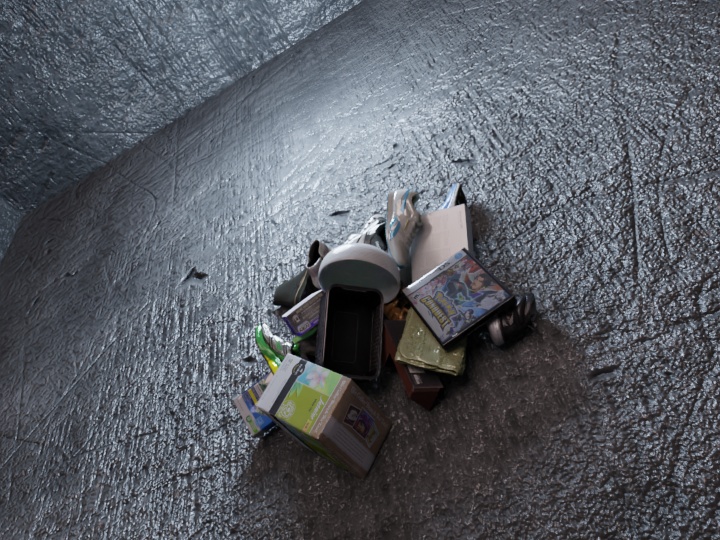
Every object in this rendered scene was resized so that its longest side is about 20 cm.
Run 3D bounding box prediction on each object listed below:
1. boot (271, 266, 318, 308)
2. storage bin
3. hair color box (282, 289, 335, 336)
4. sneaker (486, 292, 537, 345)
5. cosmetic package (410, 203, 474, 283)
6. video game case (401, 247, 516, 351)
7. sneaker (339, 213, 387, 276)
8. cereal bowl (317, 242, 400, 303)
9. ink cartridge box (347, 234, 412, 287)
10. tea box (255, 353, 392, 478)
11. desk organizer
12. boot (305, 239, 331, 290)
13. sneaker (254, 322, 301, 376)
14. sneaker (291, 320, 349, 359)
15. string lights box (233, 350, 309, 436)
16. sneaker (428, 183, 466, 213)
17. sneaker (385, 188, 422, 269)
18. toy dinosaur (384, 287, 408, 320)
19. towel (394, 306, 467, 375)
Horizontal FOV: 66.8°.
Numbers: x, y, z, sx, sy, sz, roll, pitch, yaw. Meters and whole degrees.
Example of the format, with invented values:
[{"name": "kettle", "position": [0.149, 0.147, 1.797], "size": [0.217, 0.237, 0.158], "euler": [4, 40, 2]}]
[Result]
[{"name": "boot", "position": [-0.172, 0.017, 1.570], "size": [0.137, 0.078, 0.202], "euler": [1, 52, 42]}, {"name": "storage bin", "position": [-0.026, 0.144, 1.232], "size": [0.094, 0.132, 0.204], "euler": [135, 141, -70]}, {"name": "hair color box", "position": [-0.135, 0.108, 1.376], "size": [0.109, 0.065, 0.200], "euler": [-36, 1, -11]}, {"name": "sneaker", "position": [0.318, 0.065, 1.182], "size": [0.112, 0.076, 0.202], "euler": [-17, 44, 12]}, {"name": "cosmetic package", "position": [0.198, -0.045, 1.327], "size": [0.148, 0.051, 0.204], "euler": [-11, 70, 29]}, {"name": "video game case", "position": [0.205, 0.055, 1.178], "size": [0.179, 0.026, 0.201], "euler": [-33, 40, -2]}, {"name": "sneaker", "position": [0.017, -0.060, 1.375], "size": [0.200, 0.067, 0.090], "euler": [-48, 39, -16]}, {"name": "cereal bowl", "position": [0.000, 0.000, 1.295], "size": [0.197, 0.200, 0.085], "euler": [-11, 52, 26]}, {"name": "ink cartridge box", "position": [0.049, -0.022, 1.436], "size": [0.197, 0.088, 0.147], "euler": [-2, 51, 31]}, {"name": "tea box", "position": [-0.073, 0.301, 1.139], "size": [0.194, 0.201, 0.135], "euler": [10, 59, 41]}, {"name": "desk organizer", "position": [0.099, 0.203, 1.184], "size": [0.070, 0.078, 0.201], "euler": [4, 36, -23]}, {"name": "boot", "position": [-0.085, -0.032, 1.493], "size": [0.069, 0.147, 0.203], "euler": [-15, 45, 25]}, {"name": "sneaker", "position": [-0.183, 0.191, 1.277], "size": [0.085, 0.079, 0.200], "euler": [-35, 51, -8]}, {"name": "sneaker", "position": [-0.086, 0.171, 1.359], "size": [0.199, 0.076, 0.085], "euler": [-33, 77, 31]}, {"name": "string lights box", "position": [-0.194, 0.294, 1.310], "size": [0.199, 0.059, 0.103], "euler": [-37, 70, 1]}, {"name": "sneaker", "position": [0.218, -0.150, 1.440], "size": [0.088, 0.079, 0.202], "euler": [6, 57, 35]}, {"name": "sneaker", "position": [0.107, -0.105, 1.323], "size": [0.079, 0.076, 0.204], "euler": [-5, 73, 18]}, {"name": "toy dinosaur", "position": [0.077, 0.093, 1.331], "size": [0.106, 0.061, 0.199], "euler": [-46, 41, -8]}, {"name": "towel", "position": [0.159, 0.144, 1.169], "size": [0.145, 0.037, 0.201], "euler": [11, 33, 10]}]
